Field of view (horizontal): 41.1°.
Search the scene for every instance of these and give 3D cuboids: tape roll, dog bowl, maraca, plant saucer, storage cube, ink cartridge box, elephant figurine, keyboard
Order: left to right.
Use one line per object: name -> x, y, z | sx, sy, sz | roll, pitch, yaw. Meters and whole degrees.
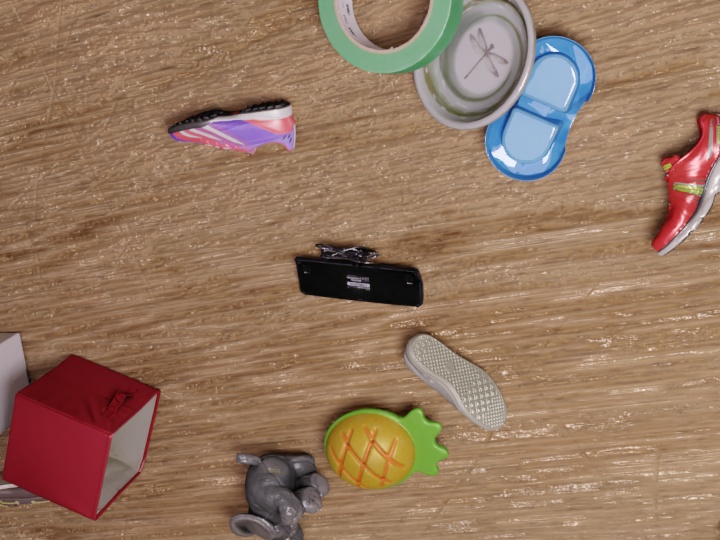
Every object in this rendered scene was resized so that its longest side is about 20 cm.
ink cartridge box -> -0.700, 0.199, 1.656 | 0.199, 0.146, 0.148 | -1, 107, 16
storage cube -> -0.464, 0.272, 1.605 | 0.179, 0.171, 0.201 | 20, 113, 9
elephant figurine -> -0.149, 0.398, 1.593 | 0.156, 0.141, 0.200 | 55, 133, 24
keyboard -> 0.000, 0.000, 1.471 | 0.199, 0.040, 0.105 | 6, 132, 12
maraca -> 0.038, 0.278, 1.505 | 0.199, 0.107, 0.138 | -11, 107, 18
tape roll -> 0.039, -0.368, 1.296 | 0.199, 0.048, 0.202 | 6, 103, 26
plant saucer -> 0.160, -0.287, 1.289 | 0.199, 0.050, 0.202 | -2, 88, 43
dog bowl -> 0.246, -0.223, 1.314 | 0.111, 0.050, 0.201 | 24, 113, 6

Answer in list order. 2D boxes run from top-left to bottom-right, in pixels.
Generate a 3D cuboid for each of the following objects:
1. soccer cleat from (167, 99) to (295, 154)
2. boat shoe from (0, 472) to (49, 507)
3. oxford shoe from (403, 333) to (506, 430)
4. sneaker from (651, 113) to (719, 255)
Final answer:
soccer cleat -> -0.192, -0.204, 1.431 | 0.199, 0.068, 0.074 | -6, 111, 14
boat shoe -> -0.631, 0.401, 1.748 | 0.199, 0.072, 0.060 | -11, 102, 12
oxford shoe -> 0.144, 0.170, 1.472 | 0.200, 0.075, 0.058 | 40, 155, -9
sneaker -> 0.437, -0.117, 1.292 | 0.085, 0.077, 0.201 | 28, 102, 10
